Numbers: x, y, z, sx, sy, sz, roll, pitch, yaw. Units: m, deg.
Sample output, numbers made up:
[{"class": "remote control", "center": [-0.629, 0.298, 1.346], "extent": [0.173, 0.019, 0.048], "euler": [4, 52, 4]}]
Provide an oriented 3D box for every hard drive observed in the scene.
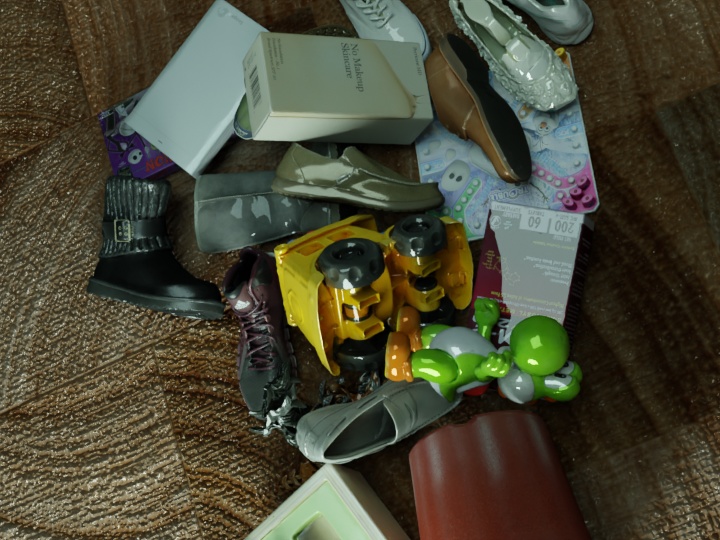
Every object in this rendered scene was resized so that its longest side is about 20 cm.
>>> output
[{"class": "hard drive", "center": [-0.191, -0.231, 1.528], "extent": [0.132, 0.026, 0.201], "euler": [37, 90, 25]}]

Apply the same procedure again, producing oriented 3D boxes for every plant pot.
[{"class": "plant pot", "center": [0.140, 0.258, 1.214], "extent": [0.199, 0.201, 0.197], "euler": [-20, 61, 14]}]

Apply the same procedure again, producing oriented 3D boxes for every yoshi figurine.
[{"class": "yoshi figurine", "center": [0.129, 0.076, 1.234], "extent": [0.198, 0.112, 0.113], "euler": [10, 77, 10]}]

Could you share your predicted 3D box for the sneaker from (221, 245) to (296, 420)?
[{"class": "sneaker", "center": [-0.127, 0.066, 1.399], "extent": [0.075, 0.115, 0.202], "euler": [-8, 72, 18]}]

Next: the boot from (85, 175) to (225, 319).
[{"class": "boot", "center": [-0.242, -0.032, 1.474], "extent": [0.210, 0.079, 0.159], "euler": [12, 87, 28]}]

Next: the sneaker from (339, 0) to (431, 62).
[{"class": "sneaker", "center": [0.011, -0.321, 1.479], "extent": [0.073, 0.071, 0.200], "euler": [-41, 67, 5]}]

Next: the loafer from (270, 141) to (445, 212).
[{"class": "loafer", "center": [-0.001, -0.105, 1.370], "extent": [0.198, 0.076, 0.068], "euler": [7, 92, 1]}]

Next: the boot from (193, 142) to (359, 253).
[{"class": "boot", "center": [-0.104, -0.113, 1.475], "extent": [0.198, 0.072, 0.184], "euler": [-4, 72, 27]}]

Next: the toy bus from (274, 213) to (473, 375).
[{"class": "toy bus", "center": [0.000, 0.000, 1.362], "extent": [0.199, 0.137, 0.192], "euler": [-24, 33, -23]}]

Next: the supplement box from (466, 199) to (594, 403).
[{"class": "supplement box", "center": [0.178, 0.033, 1.311], "extent": [0.108, 0.061, 0.202], "euler": [9, 87, 23]}]

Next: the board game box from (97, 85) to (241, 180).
[{"class": "board game box", "center": [-0.236, -0.191, 1.562], "extent": [0.199, 0.032, 0.121], "euler": [-25, 72, 12]}]

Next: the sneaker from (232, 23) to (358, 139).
[{"class": "sneaker", "center": [-0.084, -0.225, 1.469], "extent": [0.067, 0.090, 0.200], "euler": [47, 51, -2]}]

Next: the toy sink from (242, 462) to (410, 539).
[{"class": "toy sink", "center": [-0.053, 0.324, 1.301], "extent": [0.200, 0.112, 0.131], "euler": [-42, 65, 5]}]

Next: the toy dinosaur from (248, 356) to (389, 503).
[{"class": "toy dinosaur", "center": [-0.047, 0.176, 1.346], "extent": [0.135, 0.102, 0.201], "euler": [39, 75, -16]}]

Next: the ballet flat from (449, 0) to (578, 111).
[{"class": "ballet flat", "center": [0.164, -0.257, 1.380], "extent": [0.072, 0.072, 0.200], "euler": [-43, 66, 5]}]

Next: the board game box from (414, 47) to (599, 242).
[{"class": "board game box", "center": [0.159, -0.142, 1.399], "extent": [0.198, 0.026, 0.202], "euler": [-13, 71, 17]}]

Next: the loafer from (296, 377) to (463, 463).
[{"class": "loafer", "center": [0.029, 0.159, 1.299], "extent": [0.199, 0.071, 0.070], "euler": [-21, 24, -21]}]

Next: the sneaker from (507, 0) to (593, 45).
[{"class": "sneaker", "center": [0.187, -0.343, 1.416], "extent": [0.200, 0.080, 0.071], "euler": [41, 93, 26]}]

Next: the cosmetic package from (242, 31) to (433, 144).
[{"class": "cosmetic package", "center": [-0.026, -0.204, 1.379], "extent": [0.198, 0.073, 0.104], "euler": [-2, 71, -24]}]

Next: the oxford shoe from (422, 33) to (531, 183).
[{"class": "oxford shoe", "center": [0.130, -0.170, 1.377], "extent": [0.071, 0.071, 0.201], "euler": [-42, 60, 29]}]
